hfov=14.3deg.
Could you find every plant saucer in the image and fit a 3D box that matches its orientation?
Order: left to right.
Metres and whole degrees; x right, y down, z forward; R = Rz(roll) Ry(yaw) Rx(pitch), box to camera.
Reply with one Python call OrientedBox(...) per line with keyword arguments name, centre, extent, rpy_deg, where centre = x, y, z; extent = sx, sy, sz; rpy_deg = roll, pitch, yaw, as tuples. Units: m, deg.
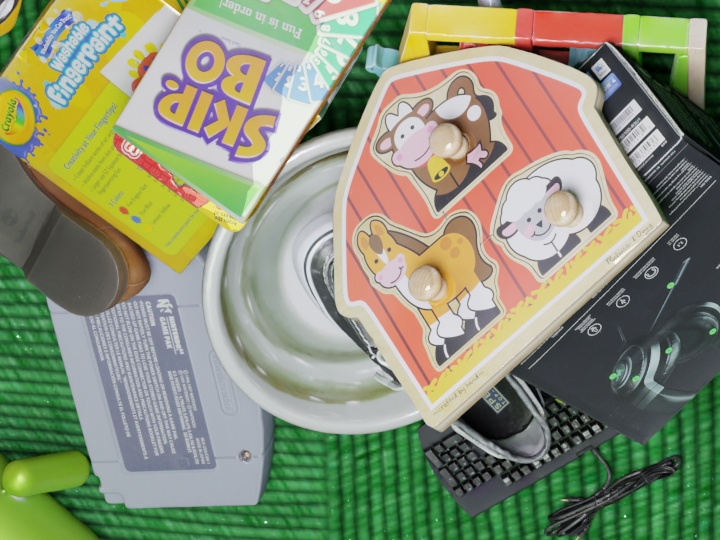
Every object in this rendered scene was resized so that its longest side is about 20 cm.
OrientedBox(name="plant saucer", centre=(0.000, 0.000, 1.721), extent=(0.199, 0.050, 0.201), rpy_deg=(-5, 114, -11))

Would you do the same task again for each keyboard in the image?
OrientedBox(name="keyboard", centre=(0.141, 0.108, 1.849), extent=(0.200, 0.021, 0.127), rpy_deg=(-33, 107, 30))

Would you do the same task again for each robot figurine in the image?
OrientedBox(name="robot figurine", centre=(-0.257, 0.191, 1.951), extent=(0.200, 0.116, 0.175), rpy_deg=(41, 121, -10))

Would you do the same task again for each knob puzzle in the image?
OrientedBox(name="knob puzzle", centre=(0.054, -0.043, 1.592), extent=(0.219, 0.221, 0.030), rpy_deg=(-25, 152, 27))

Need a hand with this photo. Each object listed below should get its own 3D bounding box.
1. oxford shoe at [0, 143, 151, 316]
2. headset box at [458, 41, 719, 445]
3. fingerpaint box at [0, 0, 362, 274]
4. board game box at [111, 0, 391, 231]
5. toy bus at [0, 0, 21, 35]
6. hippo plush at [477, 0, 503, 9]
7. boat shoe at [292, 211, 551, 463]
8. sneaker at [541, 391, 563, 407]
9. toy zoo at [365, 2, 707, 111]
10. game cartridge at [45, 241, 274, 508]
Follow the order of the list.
OrientedBox(name="oxford shoe", centre=(-0.214, -0.046, 1.821), extent=(0.200, 0.071, 0.071), rpy_deg=(44, 113, 13))
OrientedBox(name="headset box", centre=(0.158, -0.009, 1.658), extent=(0.174, 0.093, 0.200), rpy_deg=(-46, 138, 15))
OrientedBox(name="fingerpaint box", centre=(-0.120, -0.114, 1.727), extent=(0.167, 0.073, 0.200), rpy_deg=(36, 140, -7))
OrientedBox(name="board game box", centre=(-0.061, -0.118, 1.612), extent=(0.095, 0.030, 0.200), rpy_deg=(35, 119, 3))
OrientedBox(name="toy bus", centre=(-0.205, -0.231, 1.686), extent=(0.065, 0.078, 0.200), rpy_deg=(38, 138, 15))
OrientedBox(name="hippo plush", centre=(0.066, -0.239, 1.612), extent=(0.199, 0.160, 0.161), rpy_deg=(-3, 153, -31))
OrientedBox(name="boat shoe", centre=(0.039, 0.045, 1.683), extent=(0.074, 0.068, 0.199), rpy_deg=(-39, 116, 6))
OrientedBox(name="sneaker", centre=(0.045, 0.036, 1.782), extent=(0.199, 0.083, 0.072), rpy_deg=(12, 147, 8))
OrientedBox(name="toy zoo", centre=(0.102, -0.116, 1.669), extent=(0.199, 0.021, 0.131), rpy_deg=(4, 160, 7))
OrientedBox(name="game cartridge", centre=(-0.127, 0.067, 1.889), extent=(0.132, 0.041, 0.201), rpy_deg=(0, 120, 20))
